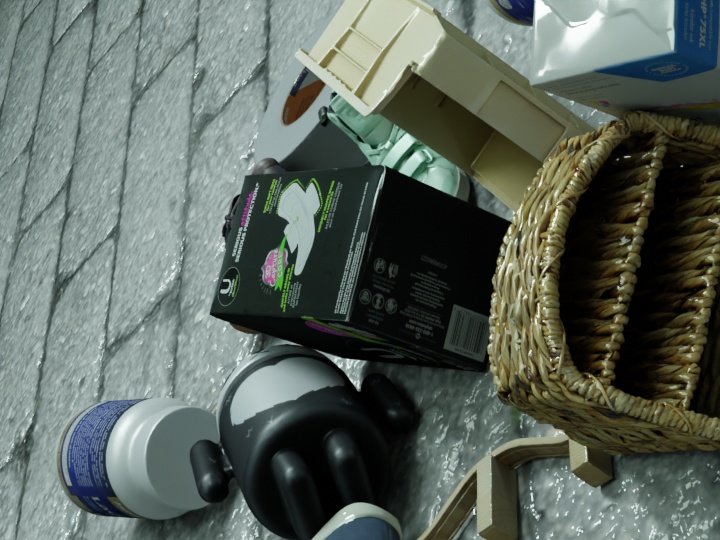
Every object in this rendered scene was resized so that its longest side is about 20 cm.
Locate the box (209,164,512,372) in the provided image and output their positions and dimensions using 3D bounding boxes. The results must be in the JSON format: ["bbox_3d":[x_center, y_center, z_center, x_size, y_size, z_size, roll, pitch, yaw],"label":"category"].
[{"bbox_3d":[0.000,0.000,1.281,0.199,0.148,0.125,2,74,53],"label":"box"}]

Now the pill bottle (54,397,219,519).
[{"bbox_3d":[-0.207,0.180,1.540,0.199,0.115,0.117,-11,54,57],"label":"pill bottle"}]

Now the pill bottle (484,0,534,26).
[{"bbox_3d":[0.185,-0.261,1.274,0.200,0.119,0.121,6,69,62],"label":"pill bottle"}]

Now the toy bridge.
[{"bbox_3d":[0.096,0.161,1.126,0.200,0.027,0.068,-41,31,35],"label":"toy bridge"}]

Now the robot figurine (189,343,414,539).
[{"bbox_3d":[-0.048,0.137,1.289,0.126,0.149,0.200,-67,23,13],"label":"robot figurine"}]

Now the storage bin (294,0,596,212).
[{"bbox_3d":[0.078,-0.128,1.247,0.094,0.199,0.199,-54,27,7],"label":"storage bin"}]

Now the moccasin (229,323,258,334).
[{"bbox_3d":[-0.067,-0.005,1.513,0.201,0.077,0.074,-34,40,42],"label":"moccasin"}]

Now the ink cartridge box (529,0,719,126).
[{"bbox_3d":[0.216,-0.135,1.025,0.116,0.199,0.068,-7,75,47],"label":"ink cartridge box"}]

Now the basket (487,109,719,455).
[{"bbox_3d":[0.180,0.001,1.005,0.149,0.142,0.201,-13,53,57],"label":"basket"}]

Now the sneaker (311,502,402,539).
[{"bbox_3d":[-0.038,0.266,1.195,0.201,0.075,0.085,-56,20,25],"label":"sneaker"}]

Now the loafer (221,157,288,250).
[{"bbox_3d":[-0.099,-0.062,1.590,0.072,0.063,0.200,-33,0,-23],"label":"loafer"}]

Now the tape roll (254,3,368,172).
[{"bbox_3d":[-0.024,-0.171,1.590,0.200,0.066,0.201,-48,23,27],"label":"tape roll"}]

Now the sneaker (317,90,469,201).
[{"bbox_3d":[0.022,-0.103,1.408,0.074,0.118,0.201,-49,30,19],"label":"sneaker"}]
